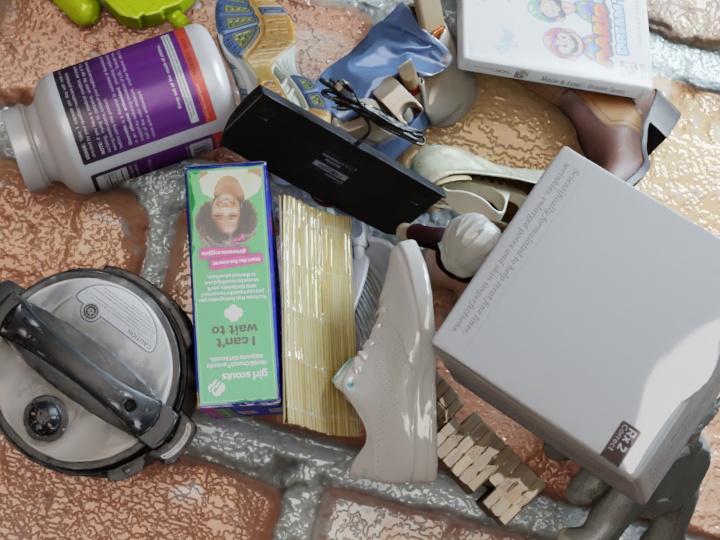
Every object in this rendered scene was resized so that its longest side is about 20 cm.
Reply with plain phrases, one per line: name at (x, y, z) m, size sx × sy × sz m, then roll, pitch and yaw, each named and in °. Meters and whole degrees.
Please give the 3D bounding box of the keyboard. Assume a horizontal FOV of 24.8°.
keyboard at (-0.010, -0.104, 1.380) m, size 0.199 × 0.127 × 0.021 m, roll 27°, pitch 45°, yaw -29°

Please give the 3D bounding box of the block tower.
block tower at (0.075, 0.140, 1.471) m, size 0.058 × 0.054 × 0.200 m, roll -42°, pitch 86°, yaw -9°

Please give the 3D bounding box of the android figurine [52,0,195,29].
android figurine at (-0.215, -0.307, 1.521) m, size 0.200 × 0.041 × 0.182 m, roll 41°, pitch 80°, yaw 5°

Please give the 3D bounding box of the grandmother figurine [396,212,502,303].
grandmother figurine at (0.087, -0.012, 1.419) m, size 0.120 × 0.200 × 0.061 m, roll 19°, pitch 81°, yaw -2°

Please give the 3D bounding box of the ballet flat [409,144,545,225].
ballet flat at (0.136, -0.059, 1.480) m, size 0.198 × 0.068 × 0.063 m, roll 12°, pitch 37°, yaw -15°

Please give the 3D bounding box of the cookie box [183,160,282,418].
cookie box at (-0.107, 0.023, 1.417) m, size 0.074 × 0.171 × 0.203 m, roll -5°, pitch 82°, yaw -2°

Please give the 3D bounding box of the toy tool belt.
toy tool belt at (0.011, -0.160, 1.468) m, size 0.200 × 0.123 × 0.125 m, roll -46°, pitch 59°, yaw -9°

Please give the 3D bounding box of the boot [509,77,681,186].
boot at (0.181, -0.155, 1.480) m, size 0.199 × 0.069 × 0.189 m, roll 39°, pitch 55°, yaw -1°

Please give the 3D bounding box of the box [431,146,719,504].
box at (0.196, 0.046, 1.315) m, size 0.199 × 0.131 × 0.200 m, roll 33°, pitch 82°, yaw 20°

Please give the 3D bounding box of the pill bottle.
pill bottle at (-0.213, -0.139, 1.462) m, size 0.198 × 0.112 × 0.114 m, roll -19°, pitch 84°, yaw -7°

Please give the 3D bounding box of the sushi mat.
sushi mat at (-0.036, 0.040, 1.380) m, size 0.012 × 0.095 × 0.203 m, roll -15°, pitch 68°, yaw 34°

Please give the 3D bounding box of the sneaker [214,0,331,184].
sneaker at (-0.090, -0.164, 1.466) m, size 0.074 × 0.089 × 0.201 m, roll -5°, pitch 52°, yaw -21°

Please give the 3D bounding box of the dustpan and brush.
dustpan and brush at (0.000, 0.000, 1.474) m, size 0.138 × 0.057 × 0.201 m, roll -14°, pitch 43°, yaw 31°

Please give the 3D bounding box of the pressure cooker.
pressure cooker at (-0.225, 0.090, 1.384) m, size 0.174 × 0.200 × 0.181 m, roll -7°, pitch 82°, yaw -1°

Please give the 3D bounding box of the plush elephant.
plush elephant at (0.221, 0.146, 1.440) m, size 0.155 × 0.163 × 0.202 m, roll 41°, pitch 118°, yaw 40°

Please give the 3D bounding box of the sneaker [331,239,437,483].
sneaker at (0.020, 0.075, 1.355) m, size 0.087 × 0.075 × 0.203 m, roll -1°, pitch 84°, yaw 2°

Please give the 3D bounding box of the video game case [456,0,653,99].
video game case at (0.176, -0.256, 1.504) m, size 0.180 × 0.024 × 0.202 m, roll 8°, pitch 60°, yaw -11°
